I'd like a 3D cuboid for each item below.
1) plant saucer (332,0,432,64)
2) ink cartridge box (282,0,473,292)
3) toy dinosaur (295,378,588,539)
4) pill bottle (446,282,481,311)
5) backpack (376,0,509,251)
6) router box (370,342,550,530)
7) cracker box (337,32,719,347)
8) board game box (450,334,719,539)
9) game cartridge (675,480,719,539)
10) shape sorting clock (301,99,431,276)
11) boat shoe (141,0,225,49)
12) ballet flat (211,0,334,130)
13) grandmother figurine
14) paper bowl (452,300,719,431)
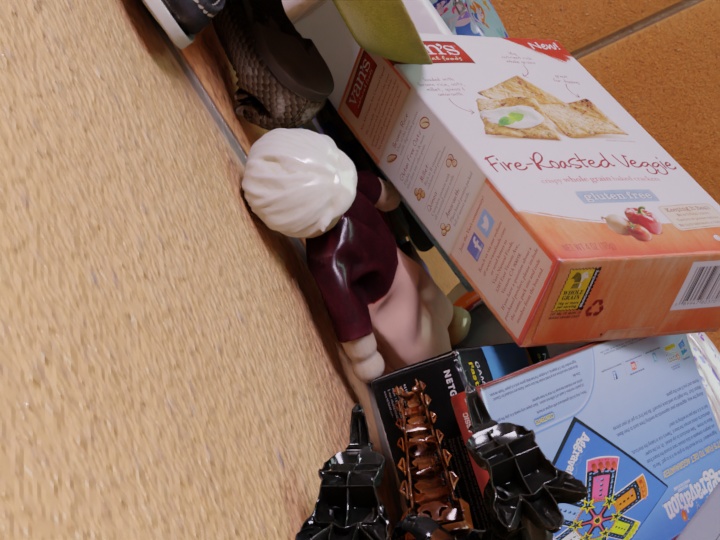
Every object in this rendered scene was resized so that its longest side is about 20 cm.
[{"bbox_3d":[-0.022,-0.184,0.754,0.201,0.031,0.200,62,6,-12],"label":"plant saucer"},{"bbox_3d":[0.036,-0.105,0.972,0.200,0.084,0.145,54,6,-16],"label":"ink cartridge box"},{"bbox_3d":[0.030,0.124,0.614,0.200,0.102,0.136,50,-20,43],"label":"toy dinosaur"},{"bbox_3d":[0.136,0.099,1.134,0.114,0.114,0.201,54,14,-53],"label":"pill bottle"},{"bbox_3d":[0.044,-0.140,1.158,0.178,0.150,0.200,57,7,-38],"label":"backpack"},{"bbox_3d":[0.080,0.137,0.756,0.149,0.051,0.201,1,71,-68],"label":"router box"},{"bbox_3d":[0.092,-0.049,0.801,0.200,0.133,0.058,54,-45,40],"label":"cracker box"},{"bbox_3d":[0.119,0.086,0.740,0.199,0.019,0.104,-13,82,-52],"label":"board game box"},{"bbox_3d":[0.155,0.208,0.740,0.133,0.041,0.201,-29,131,-65],"label":"game cartridge"},{"bbox_3d":[0.002,-0.041,0.960,0.200,0.039,0.201,-24,90,-82],"label":"shape sorting clock"},{"bbox_3d":[-0.078,-0.166,0.739,0.074,0.060,0.200,60,10,-24],"label":"boat shoe"},{"bbox_3d":[-0.065,-0.145,0.841,0.067,0.046,0.201,14,38,-39],"label":"ballet flat"},{"bbox_3d":[0.000,0.000,0.790,0.200,0.060,0.122,53,22,-47],"label":"grandmother figurine"},{"bbox_3d":[0.123,0.103,0.906,0.200,0.104,0.202,34,-42,37],"label":"paper bowl"}]
